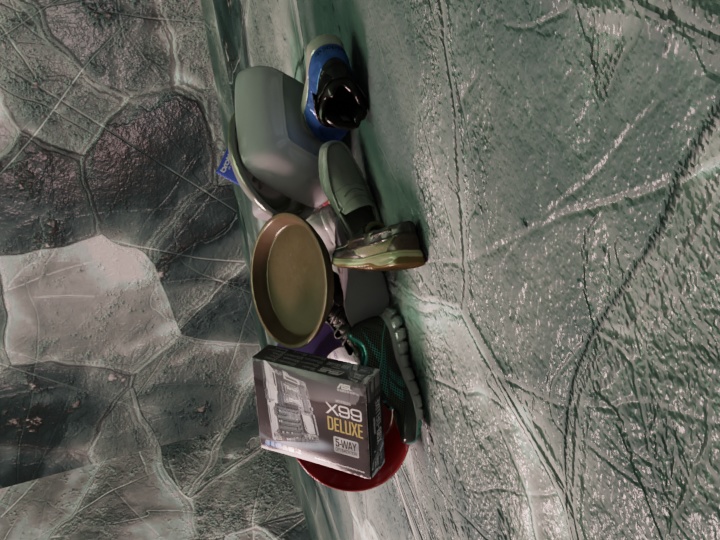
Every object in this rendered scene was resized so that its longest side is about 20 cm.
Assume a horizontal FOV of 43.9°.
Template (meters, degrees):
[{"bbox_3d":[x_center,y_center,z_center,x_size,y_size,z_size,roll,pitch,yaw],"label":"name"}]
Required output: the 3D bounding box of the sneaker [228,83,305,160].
[{"bbox_3d":[-0.149,-0.245,1.528,0.093,0.201,0.070,31,-177,-36],"label":"sneaker"}]

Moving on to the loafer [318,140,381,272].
[{"bbox_3d":[-0.007,-0.097,1.304,0.202,0.069,0.070,69,159,-2],"label":"loafer"}]

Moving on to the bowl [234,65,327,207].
[{"bbox_3d":[-0.102,-0.216,1.397,0.199,0.074,0.202,25,-129,-47],"label":"bowl"}]

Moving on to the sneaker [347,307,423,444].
[{"bbox_3d":[0.033,0.161,1.321,0.078,0.090,0.202,127,129,-76],"label":"sneaker"}]

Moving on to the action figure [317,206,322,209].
[{"bbox_3d":[-0.086,-0.013,1.598,0.148,0.134,0.202,-21,94,35],"label":"action figure"}]

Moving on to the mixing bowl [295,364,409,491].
[{"bbox_3d":[-0.007,0.239,1.433,0.108,0.198,0.202,-19,-84,-75],"label":"mixing bowl"}]

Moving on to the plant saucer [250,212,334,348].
[{"bbox_3d":[-0.100,0.014,1.328,0.199,0.029,0.203,8,101,51],"label":"plant saucer"}]

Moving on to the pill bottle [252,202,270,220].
[{"bbox_3d":[-0.147,-0.200,1.682,0.112,0.111,0.203,138,133,-76],"label":"pill bottle"}]

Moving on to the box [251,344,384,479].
[{"bbox_3d":[-0.062,0.206,1.323,0.198,0.050,0.159,10,116,28],"label":"box"}]

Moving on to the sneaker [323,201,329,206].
[{"bbox_3d":[-0.086,-0.160,1.546,0.074,0.086,0.201,88,164,-46],"label":"sneaker"}]

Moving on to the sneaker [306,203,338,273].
[{"bbox_3d":[-0.063,-0.031,1.513,0.201,0.088,0.076,69,-178,-49],"label":"sneaker"}]

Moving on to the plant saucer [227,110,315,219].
[{"bbox_3d":[-0.148,-0.160,1.406,0.200,0.050,0.202,35,-137,-40],"label":"plant saucer"}]

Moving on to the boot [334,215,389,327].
[{"bbox_3d":[0.000,0.000,1.396,0.096,0.073,0.203,-137,40,-86],"label":"boot"}]

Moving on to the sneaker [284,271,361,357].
[{"bbox_3d":[-0.034,0.067,1.420,0.199,0.076,0.115,32,-160,-49],"label":"sneaker"}]

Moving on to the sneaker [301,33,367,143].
[{"bbox_3d":[-0.037,-0.226,1.278,0.201,0.076,0.112,95,160,-56],"label":"sneaker"}]

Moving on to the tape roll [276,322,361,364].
[{"bbox_3d":[-0.068,0.191,1.546,0.084,0.200,0.202,7,116,35],"label":"tape roll"}]

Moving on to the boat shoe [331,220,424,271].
[{"bbox_3d":[0.024,-0.033,1.200,0.199,0.073,0.066,-1,86,59],"label":"boat shoe"}]

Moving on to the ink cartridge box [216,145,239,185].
[{"bbox_3d":[-0.175,-0.244,1.614,0.093,0.202,0.044,28,-176,27],"label":"ink cartridge box"}]
